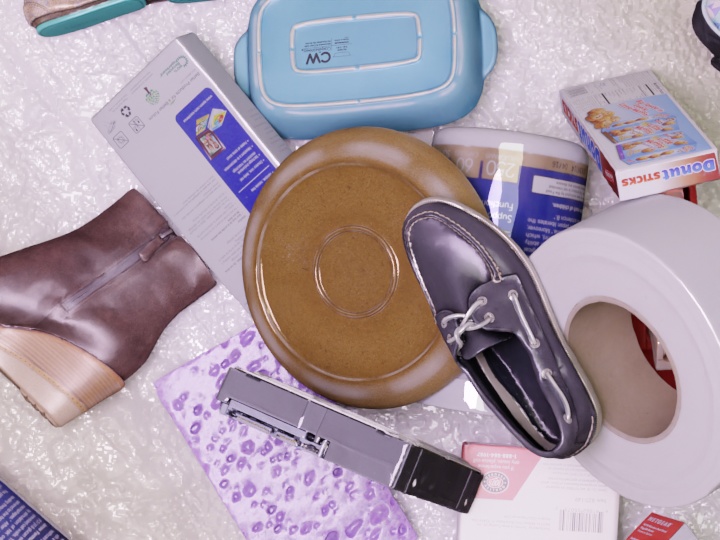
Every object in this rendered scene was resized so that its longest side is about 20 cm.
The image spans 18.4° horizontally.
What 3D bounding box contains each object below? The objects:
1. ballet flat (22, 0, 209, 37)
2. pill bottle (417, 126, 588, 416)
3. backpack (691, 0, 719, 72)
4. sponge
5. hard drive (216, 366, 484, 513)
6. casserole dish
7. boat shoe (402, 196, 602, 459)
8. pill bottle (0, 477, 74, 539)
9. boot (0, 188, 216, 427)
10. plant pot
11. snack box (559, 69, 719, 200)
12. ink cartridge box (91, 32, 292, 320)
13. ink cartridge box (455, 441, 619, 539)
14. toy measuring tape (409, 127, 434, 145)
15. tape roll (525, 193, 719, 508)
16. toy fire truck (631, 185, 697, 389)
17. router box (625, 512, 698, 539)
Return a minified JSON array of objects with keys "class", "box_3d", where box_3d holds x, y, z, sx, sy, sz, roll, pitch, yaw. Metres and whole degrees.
[{"class":"ballet flat","box_3d":[-0.155,-0.226,1.642,0.199,0.068,0.068,-12,81,-1]},{"class":"pill bottle","box_3d":[0.097,0.003,1.603,0.115,0.116,0.201,7,89,1]},{"class":"backpack","box_3d":[0.354,-0.211,1.594,0.177,0.151,0.200,38,85,3]},{"class":"sponge","box_3d":[-0.055,0.141,1.646,0.111,0.030,0.201,-31,87,-1]},{"class":"hard drive","box_3d":[-0.004,0.116,1.517,0.139,0.200,0.038,22,87,21]},{"class":"casserole dish","box_3d":[0.000,-0.162,1.631,0.199,0.039,0.122,-4,80,11]},{"class":"boat shoe","box_3d":[0.089,0.038,1.481,0.073,0.063,0.200,-35,85,24]},{"class":"pill bottle","box_3d":[-0.263,0.219,1.607,0.200,0.111,0.111,40,90,2]},{"class":"boot","box_3d":[-0.227,-0.002,1.647,0.200,0.072,0.166,44,78,3]},{"class":"plant pot","box_3d":[0.000,0.000,1.563,0.199,0.027,0.201,3,97,25]},{"class":"snack box","box_3d":[0.193,-0.098,1.565,0.072,0.200,0.024,-12,111,-2]},{"class":"ink cartridge box","box_3d":[-0.099,-0.067,1.633,0.099,0.039,0.200,-39,87,23]},{"class":"ink cartridge box","box_3d":[0.125,0.229,1.621,0.116,0.067,0.201,4,87,1]},{"class":"toy measuring tape","box_3d":[0.009,-0.028,1.627,0.073,0.074,0.201,12,89,1]},{"class":"tape roll","box_3d":[0.196,0.053,1.488,0.071,0.202,0.203,-26,88,-34]},{"class":"toy fire truck","box_3d":[0.214,0.036,1.587,0.048,0.141,0.201,-4,88,1]},{"class":"router box","box_3d":[0.213,0.305,1.576,0.179,0.049,0.200,-44,108,-14]}]
